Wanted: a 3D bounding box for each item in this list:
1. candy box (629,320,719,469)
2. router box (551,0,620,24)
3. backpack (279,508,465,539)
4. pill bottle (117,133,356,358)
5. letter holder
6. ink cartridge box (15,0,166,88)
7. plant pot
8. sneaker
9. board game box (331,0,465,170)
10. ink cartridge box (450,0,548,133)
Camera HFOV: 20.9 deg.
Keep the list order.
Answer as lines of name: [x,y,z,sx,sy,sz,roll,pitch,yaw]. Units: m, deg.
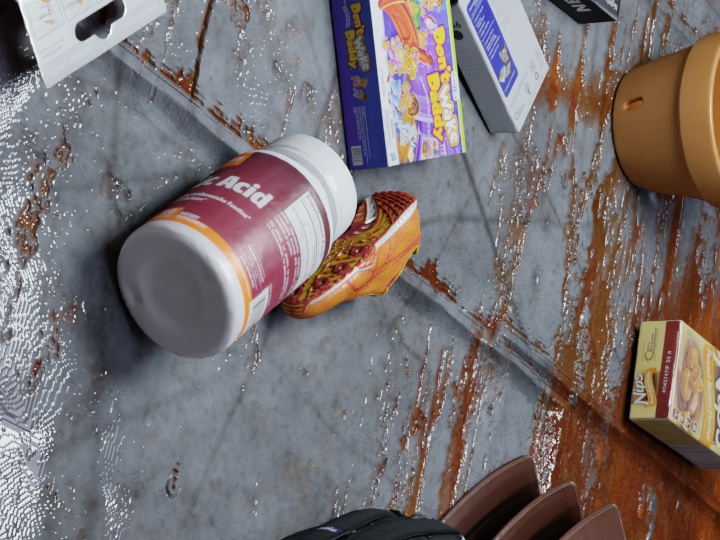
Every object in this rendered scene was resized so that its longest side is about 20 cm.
candy box: [0.381,0.145,2.242,0.200,0.055,0.117,33,62,-49]
router box: [0.215,-0.365,2.056,0.199,0.051,0.151,24,70,-52]
backpack: [0.010,0.268,1.655,0.200,0.162,0.155,-38,127,-57]
pill bottle: [-0.092,-0.026,1.548,0.200,0.113,0.115,-42,121,-48]
letter holder: [0.169,0.272,1.911,0.199,0.100,0.144,-29,109,-52]
ink cartridge box: [-0.229,-0.257,1.435,0.162,0.057,0.202,-43,130,-48]
plant pot: [0.376,-0.165,2.196,0.199,0.139,0.203,5,84,-54]
sneaker: [0.000,0.000,1.716,0.200,0.072,0.078,-37,127,-46]
board game box: [0.034,-0.201,1.796,0.134,0.044,0.202,-15,100,-54]
ink cartridge box: [0.125,-0.241,1.924,0.100,0.039,0.201,-61,140,-35]
